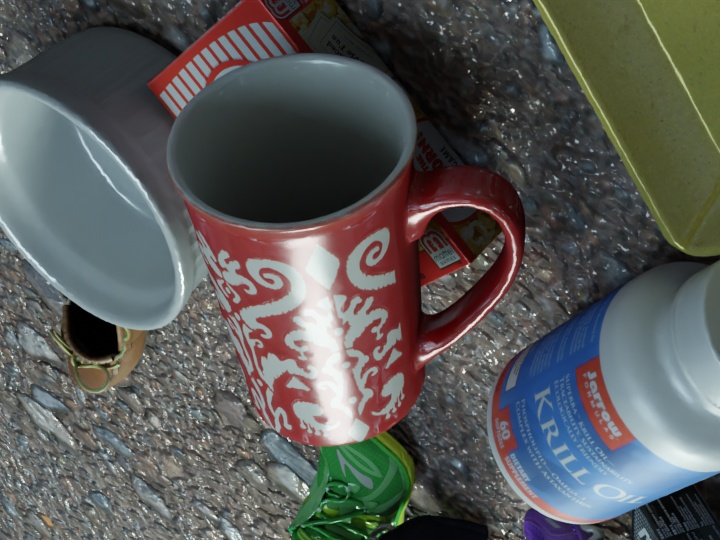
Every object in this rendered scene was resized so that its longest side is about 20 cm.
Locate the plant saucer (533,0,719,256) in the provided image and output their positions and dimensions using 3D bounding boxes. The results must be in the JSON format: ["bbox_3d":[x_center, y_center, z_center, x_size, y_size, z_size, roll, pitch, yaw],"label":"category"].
[{"bbox_3d":[0.184,-0.107,0.762,0.200,0.048,0.200,-7,120,52],"label":"plant saucer"}]

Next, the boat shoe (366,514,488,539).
[{"bbox_3d":[0.004,0.224,1.219,0.199,0.093,0.075,3,128,7],"label":"boat shoe"}]

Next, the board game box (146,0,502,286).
[{"bbox_3d":[-0.023,-0.073,1.031,0.200,0.046,0.151,51,147,-7],"label":"board game box"}]

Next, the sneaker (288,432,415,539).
[{"bbox_3d":[-0.008,0.176,1.252,0.074,0.084,0.200,27,142,27],"label":"sneaker"}]

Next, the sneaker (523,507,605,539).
[{"bbox_3d":[0.131,0.238,1.090,0.081,0.088,0.200,84,171,-52],"label":"sneaker"}]

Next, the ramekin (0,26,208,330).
[{"bbox_3d":[-0.165,-0.067,1.152,0.200,0.098,0.201,30,145,24],"label":"ramekin"}]

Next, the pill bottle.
[{"bbox_3d":[0.159,0.061,0.914,0.112,0.112,0.200,46,147,-1],"label":"pill bottle"}]

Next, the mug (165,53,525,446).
[{"bbox_3d":[-0.009,0.006,0.945,0.177,0.133,0.200,27,146,29],"label":"mug"}]

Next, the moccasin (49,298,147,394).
[{"bbox_3d":[-0.204,0.046,1.335,0.074,0.078,0.201,44,147,3],"label":"moccasin"}]

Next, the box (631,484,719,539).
[{"bbox_3d":[0.217,0.260,1.007,0.200,0.047,0.194,-116,13,-49],"label":"box"}]
